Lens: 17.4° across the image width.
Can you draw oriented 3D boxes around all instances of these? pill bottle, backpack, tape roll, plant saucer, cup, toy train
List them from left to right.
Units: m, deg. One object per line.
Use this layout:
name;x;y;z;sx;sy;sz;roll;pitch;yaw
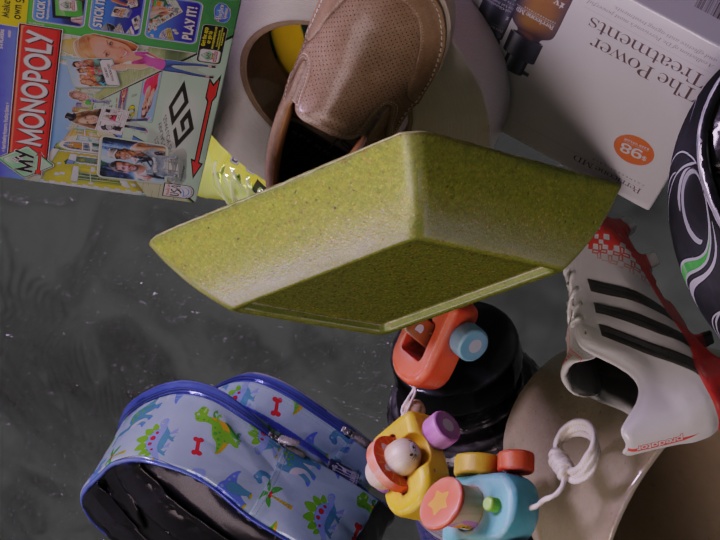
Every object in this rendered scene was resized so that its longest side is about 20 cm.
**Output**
backpack;-0.094;0.165;1.732;0.200;0.147;0.183;35;144;-14
tape roll;-0.014;-0.113;1.345;0.202;0.037;0.203;17;141;14
plant saucer;0.018;-0.011;1.325;0.199;0.048;0.200;-21;160;36
toy train;0.055;0.091;1.419;0.056;0.150;0.200;15;-160;-37
pill bottle;0.080;0.118;1.583;0.112;0.112;0.200;11;139;25
cup;0.174;0.123;1.480;0.143;0.200;0.201;34;153;41

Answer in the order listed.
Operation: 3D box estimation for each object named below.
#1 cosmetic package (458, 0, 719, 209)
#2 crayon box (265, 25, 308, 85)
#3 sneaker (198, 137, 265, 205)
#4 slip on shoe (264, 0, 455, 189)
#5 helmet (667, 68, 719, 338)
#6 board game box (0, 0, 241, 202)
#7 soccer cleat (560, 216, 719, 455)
cosmetic package;0.107;-0.136;1.314;0.200;0.052;0.151;28;147;4
crayon box;-0.116;-0.195;1.397;0.200;0.058;0.173;11;138;25
sneaker;-0.049;-0.061;1.491;0.200;0.076;0.075;3;136;32
slip on shoe;-0.008;-0.099;1.277;0.076;0.061;0.200;31;142;-4
helmet;0.254;-0.026;1.218;0.200;0.200;0.191;18;166;18
board game box;-0.146;-0.112;1.333;0.134;0.029;0.200;7;147;-8
soccer cleat;0.146;0.032;1.388;0.069;0.085;0.200;78;164;-46
